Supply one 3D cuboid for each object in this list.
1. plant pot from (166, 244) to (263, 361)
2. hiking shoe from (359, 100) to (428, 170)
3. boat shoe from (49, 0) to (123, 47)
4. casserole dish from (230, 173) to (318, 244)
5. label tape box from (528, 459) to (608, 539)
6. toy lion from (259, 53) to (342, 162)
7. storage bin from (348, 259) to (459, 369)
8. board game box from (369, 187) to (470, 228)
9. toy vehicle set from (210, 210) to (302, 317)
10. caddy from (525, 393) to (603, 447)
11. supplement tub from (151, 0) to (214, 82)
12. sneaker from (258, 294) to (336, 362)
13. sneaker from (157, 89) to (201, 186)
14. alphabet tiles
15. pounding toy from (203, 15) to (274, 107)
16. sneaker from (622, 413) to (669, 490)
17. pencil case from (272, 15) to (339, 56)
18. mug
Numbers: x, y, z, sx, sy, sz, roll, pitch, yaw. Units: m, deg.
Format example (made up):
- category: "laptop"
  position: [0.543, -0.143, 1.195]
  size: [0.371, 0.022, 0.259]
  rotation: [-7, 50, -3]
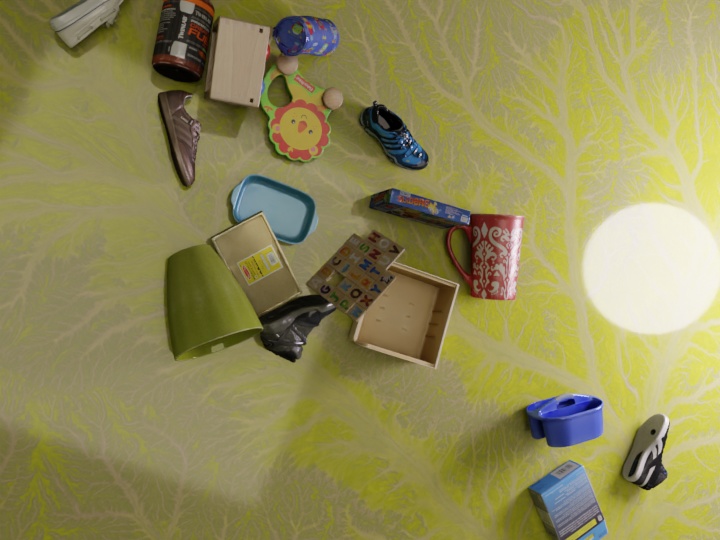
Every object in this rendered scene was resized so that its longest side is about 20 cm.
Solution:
- category: "plant pot"
  position: [-0.319, 0.058, 1.343]
  size: [0.186, 0.187, 0.202]
  rotation: [-18, 80, -19]
- category: "hiking shoe"
  position: [0.085, -0.305, 1.523]
  size: [0.199, 0.087, 0.075]
  rotation: [37, 78, -15]
- category: "boat shoe"
  position: [-0.528, -0.525, 1.331]
  size: [0.200, 0.073, 0.067]
  rotation: [-40, 129, -16]
- category: "casserole dish"
  position: [-0.191, -0.133, 1.449]
  size: [0.198, 0.039, 0.122]
  rotation: [20, 83, -17]
- category: "label tape box"
  position: [0.533, 0.612, 1.679]
  size: [0.142, 0.066, 0.202]
  rotation: [-26, 100, -18]
- category: "toy lion"
  position: [-0.145, -0.350, 1.463]
  size: [0.199, 0.069, 0.193]
  rotation: [35, 86, -15]
- category: "storage bin"
  position: [0.098, 0.098, 1.518]
  size: [0.197, 0.094, 0.202]
  rotation: [19, 83, -18]
- category: "board game box"
  position: [0.135, -0.140, 1.513]
  size: [0.198, 0.135, 0.035]
  rotation: [14, 85, -19]
- category: "toy vehicle set"
  position: [-0.222, -0.011, 1.418]
  size: [0.123, 0.027, 0.201]
  rotation: [-27, 106, -9]
- category: "caddy"
  position: [0.509, 0.359, 1.634]
  size: [0.198, 0.141, 0.106]
  rotation: [-10, 97, -20]
- category: "supplement tub"
  position: [-0.363, -0.503, 1.359]
  size: [0.106, 0.107, 0.202]
  rotation: [11, 86, -19]
- category: "sneaker"
  position: [-0.132, 0.127, 1.452]
  size: [0.198, 0.076, 0.115]
  rotation: [-26, 120, -34]
- category: "sneaker"
  position: [-0.364, -0.280, 1.374]
  size: [0.075, 0.070, 0.202]
  rotation: [-16, 95, -20]
- category: "alphabet tiles"
  position: [0.000, 0.000, 1.466]
  size: [0.200, 0.167, 0.008]
  rotation: [-47, 145, -14]
- category: "pounding toy"
  position: [-0.243, -0.440, 1.375]
  size: [0.141, 0.200, 0.186]
  rotation: [7, 101, -19]
- category: "sneaker"
  position: [0.794, 0.493, 1.774]
  size: [0.111, 0.073, 0.201]
  rotation: [32, 87, -19]
- category: "pencil case"
  position: [-0.114, -0.499, 1.411]
  size: [0.078, 0.200, 0.087]
  rotation: [45, 117, 1]
- category: "mug"
  position: [0.308, -0.034, 1.598]
  size: [0.133, 0.176, 0.202]
  rotation: [-2, 95, -55]
